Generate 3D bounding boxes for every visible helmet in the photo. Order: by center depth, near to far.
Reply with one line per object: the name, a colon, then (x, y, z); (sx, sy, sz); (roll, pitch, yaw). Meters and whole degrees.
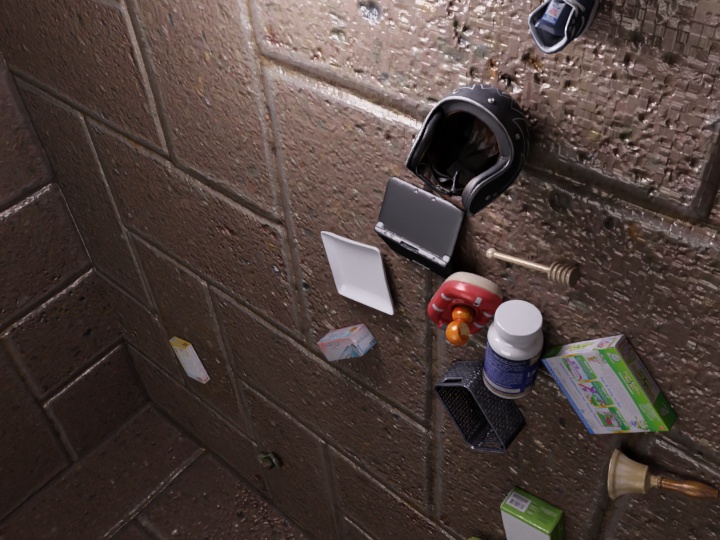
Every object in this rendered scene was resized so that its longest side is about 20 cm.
helmet: (0.187, -0.207, 1.214); (0.199, 0.192, 0.200); (36, -174, -4)

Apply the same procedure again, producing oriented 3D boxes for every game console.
game console: (0.140, -0.084, 1.568); (0.199, 0.117, 0.176); (30, 173, 30)

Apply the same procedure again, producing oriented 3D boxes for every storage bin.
storage bin: (0.283, 0.323, 1.743); (0.135, 0.094, 0.201); (-12, 113, 56)

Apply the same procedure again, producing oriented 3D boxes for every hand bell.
hand bell: (0.610, 0.426, 1.469); (0.198, 0.104, 0.105); (3, 127, 34)

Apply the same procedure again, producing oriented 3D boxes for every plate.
plate: (0.000, 0.000, 1.820); (0.198, 0.032, 0.202); (20, 137, 40)

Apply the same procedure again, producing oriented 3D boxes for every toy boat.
toy boat: (0.213, 0.096, 1.530); (0.129, 0.132, 0.201); (20, 148, -4)

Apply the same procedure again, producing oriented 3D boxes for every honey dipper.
honey dipper: (0.320, -0.011, 1.398); (0.199, 0.038, 0.038); (20, 138, 43)

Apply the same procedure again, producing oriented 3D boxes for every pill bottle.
pill bottle: (0.315, 0.162, 1.510); (0.115, 0.116, 0.202); (30, 144, 29)

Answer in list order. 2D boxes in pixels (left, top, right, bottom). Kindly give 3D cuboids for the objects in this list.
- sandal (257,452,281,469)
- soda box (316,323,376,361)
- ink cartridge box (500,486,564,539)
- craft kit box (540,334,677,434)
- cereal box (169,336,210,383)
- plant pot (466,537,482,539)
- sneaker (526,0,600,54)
sandal: (-0.403, 0.841, 3.193); (0.080, 0.057, 0.200); (54, 149, -8)
soda box: (-0.041, 0.204, 2.058); (0.069, 0.063, 0.199); (55, 149, -9)
ink cartridge box: (0.456, 0.686, 1.923); (0.147, 0.076, 0.202); (19, 139, 39)
craft kit box: (0.483, 0.229, 1.438); (0.201, 0.048, 0.197); (55, 151, -8)
cereal box: (-0.737, 0.386, 3.156); (0.143, 0.039, 0.202); (13, 134, 45)
plant pot: (0.378, 0.890, 2.159); (0.189, 0.199, 0.202); (25, 143, 55)
sneaker: (0.283, -0.387, 0.978); (0.070, 0.108, 0.202); (32, 144, 25)
